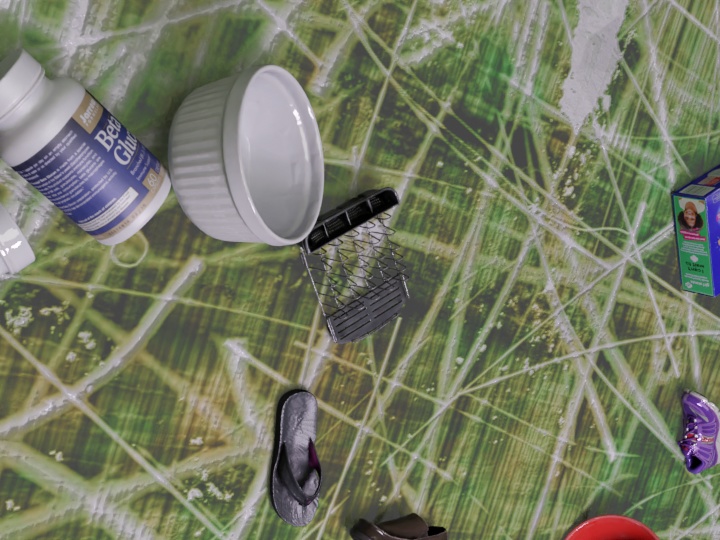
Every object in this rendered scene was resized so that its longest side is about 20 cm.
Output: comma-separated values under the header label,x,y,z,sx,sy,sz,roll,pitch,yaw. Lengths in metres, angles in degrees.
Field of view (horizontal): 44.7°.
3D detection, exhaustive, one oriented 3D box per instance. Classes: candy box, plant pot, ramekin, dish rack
label,x,y,z,sx,sy,sz,roll,pitch,yaw
candy box,0.661,-0.078,1.610,0.169,0.077,0.201,-28,115,-27
plant pot,0.471,0.570,1.582,0.201,0.200,0.178,-48,132,-15
ramekin,-0.130,-0.125,0.992,0.200,0.104,0.202,-4,90,-67
dish rack,0.000,0.000,1.188,0.153,0.054,0.201,-30,117,-24

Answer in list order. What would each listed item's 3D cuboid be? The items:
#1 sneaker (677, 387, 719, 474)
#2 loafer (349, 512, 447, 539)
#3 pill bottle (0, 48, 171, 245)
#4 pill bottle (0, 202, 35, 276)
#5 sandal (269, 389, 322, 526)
label,x,y,z,sx,sy,sz,roll,pitch,yaw
sneaker,0.657,0.320,1.708,0.083,0.081,0.201,-30,118,-18
loafer,0.061,0.398,1.327,0.200,0.073,0.072,30,79,-44
pill bottle,-0.302,-0.128,0.911,0.111,0.111,0.200,-52,124,-12
pill bottle,-0.430,0.008,0.859,0.200,0.112,0.112,-36,119,-23
sandal,-0.084,0.265,1.199,0.075,0.048,0.202,-10,107,-32
